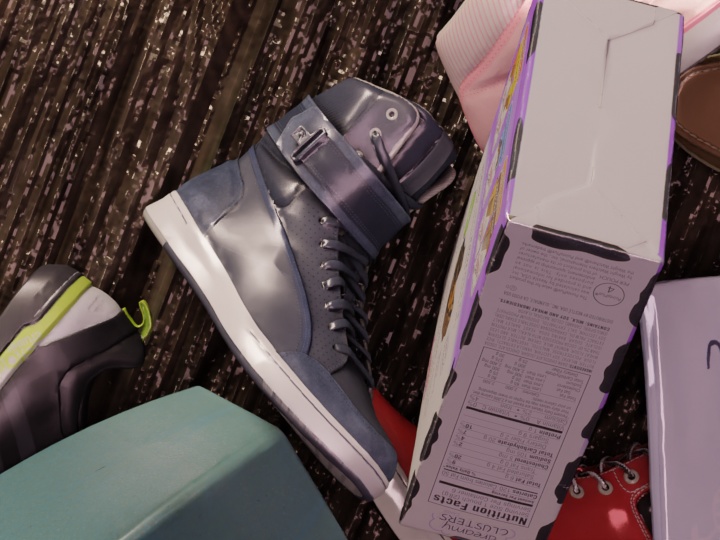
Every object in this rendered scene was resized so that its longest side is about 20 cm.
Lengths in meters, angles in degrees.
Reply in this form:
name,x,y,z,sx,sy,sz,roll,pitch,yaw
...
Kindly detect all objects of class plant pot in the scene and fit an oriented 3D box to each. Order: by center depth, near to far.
name,x,y,z,sx,sy,sz,roll,pitch,yaw
plant pot,-0.110,0.159,1.100,0.200,0.141,0.142,-39,118,-18

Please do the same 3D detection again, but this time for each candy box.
name,x,y,z,sx,sy,sz,roll,pitch,yaw
candy box,0.081,0.001,1.055,0.071,0.168,0.201,14,134,-2

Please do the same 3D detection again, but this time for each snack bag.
name,x,y,z,sx,sy,sz,roll,pitch,yaw
snack bag,0.226,0.085,1.146,0.198,0.021,0.190,-4,93,-19

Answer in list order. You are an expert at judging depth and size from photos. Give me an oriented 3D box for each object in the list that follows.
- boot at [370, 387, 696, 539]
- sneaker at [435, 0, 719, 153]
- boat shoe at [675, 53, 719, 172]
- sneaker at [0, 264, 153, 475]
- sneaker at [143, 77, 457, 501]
name,x,y,z,sx,sy,sz,roll,pitch,yaw
boot,0.084,0.101,1.154,0.144,0.072,0.200,-41,99,0
sneaker,0.121,-0.132,1.117,0.200,0.075,0.105,-33,88,26
boat shoe,0.232,-0.067,1.111,0.199,0.066,0.075,14,90,27
sneaker,-0.174,0.091,1.149,0.083,0.072,0.201,35,92,-3
sneaker,-0.001,-0.001,1.108,0.146,0.077,0.203,-34,57,-1
